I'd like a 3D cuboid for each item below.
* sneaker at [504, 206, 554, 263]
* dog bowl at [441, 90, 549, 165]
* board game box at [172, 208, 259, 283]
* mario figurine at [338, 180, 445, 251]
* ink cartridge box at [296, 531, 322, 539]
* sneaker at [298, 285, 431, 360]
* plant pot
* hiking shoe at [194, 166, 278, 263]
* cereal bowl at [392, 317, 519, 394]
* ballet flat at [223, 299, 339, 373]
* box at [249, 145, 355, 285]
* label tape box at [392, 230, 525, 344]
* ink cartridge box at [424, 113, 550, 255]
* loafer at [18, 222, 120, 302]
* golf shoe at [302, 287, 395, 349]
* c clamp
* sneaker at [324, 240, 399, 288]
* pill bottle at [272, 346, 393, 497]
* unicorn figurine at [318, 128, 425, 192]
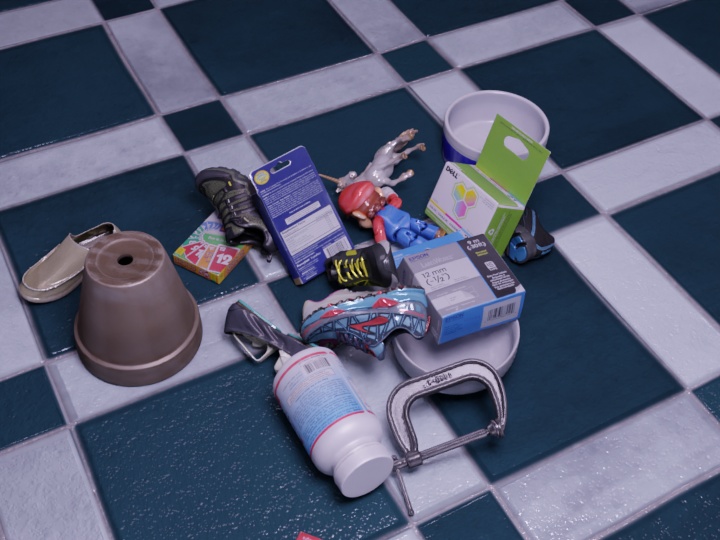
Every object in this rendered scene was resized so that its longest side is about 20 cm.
[{"bbox_3d":[0.261,-0.093,1.712,0.081,0.074,0.201,-10,54,-29],"label":"sneaker"},{"bbox_3d":[0.252,-0.249,1.844,0.197,0.080,0.202,1,46,-1],"label":"dog bowl"},{"bbox_3d":[-0.227,-0.064,1.684,0.094,0.030,0.200,23,47,18],"label":"board game box"},{"bbox_3d":[0.046,-0.077,1.691,0.199,0.107,0.123,34,16,14],"label":"mario figurine"},{"bbox_3d":[-0.074,0.434,1.129,0.083,0.146,0.201,16,47,15],"label":"ink cartridge box"},{"bbox_3d":[0.005,0.086,1.417,0.197,0.079,0.097,-15,79,14],"label":"sneaker"},{"bbox_3d":[-0.344,0.042,1.475,0.196,0.175,0.202,1,45,-1],"label":"plant pot"},{"bbox_3d":[-0.206,-0.098,1.639,0.198,0.076,0.101,32,48,8],"label":"hiking shoe"},{"bbox_3d":[0.142,0.111,1.491,0.197,0.084,0.202,2,46,-2],"label":"cereal bowl"},{"bbox_3d":[-0.127,0.119,1.492,0.198,0.074,0.073,29,51,15],"label":"ballet flat"},{"bbox_3d":[-0.100,-0.093,1.624,0.120,0.202,0.032,-30,10,-28],"label":"box"},{"bbox_3d":[0.140,0.004,1.492,0.141,0.067,0.201,-16,50,-17],"label":"label tape box"},{"bbox_3d":[0.210,-0.146,1.644,0.075,0.202,0.148,1,33,-39],"label":"ink cartridge box"},{"bbox_3d":[-0.473,-0.021,1.600,0.075,0.069,0.199,35,54,28],"label":"loafer"},{"bbox_3d":[-0.001,0.055,1.547,0.197,0.076,0.092,-17,46,-19],"label":"golf shoe"},{"bbox_3d":[0.122,0.221,1.369,0.198,0.027,0.173,-25,71,-4],"label":"c clamp"},{"bbox_3d":[0.000,0.000,1.547,0.083,0.200,0.076,-15,93,-16],"label":"sneaker"},{"bbox_3d":[-0.037,0.212,1.368,0.107,0.110,0.201,-20,50,-20],"label":"pill bottle"},{"bbox_3d":[0.037,-0.189,1.776,0.136,0.075,0.200,-18,12,33],"label":"unicorn figurine"}]
